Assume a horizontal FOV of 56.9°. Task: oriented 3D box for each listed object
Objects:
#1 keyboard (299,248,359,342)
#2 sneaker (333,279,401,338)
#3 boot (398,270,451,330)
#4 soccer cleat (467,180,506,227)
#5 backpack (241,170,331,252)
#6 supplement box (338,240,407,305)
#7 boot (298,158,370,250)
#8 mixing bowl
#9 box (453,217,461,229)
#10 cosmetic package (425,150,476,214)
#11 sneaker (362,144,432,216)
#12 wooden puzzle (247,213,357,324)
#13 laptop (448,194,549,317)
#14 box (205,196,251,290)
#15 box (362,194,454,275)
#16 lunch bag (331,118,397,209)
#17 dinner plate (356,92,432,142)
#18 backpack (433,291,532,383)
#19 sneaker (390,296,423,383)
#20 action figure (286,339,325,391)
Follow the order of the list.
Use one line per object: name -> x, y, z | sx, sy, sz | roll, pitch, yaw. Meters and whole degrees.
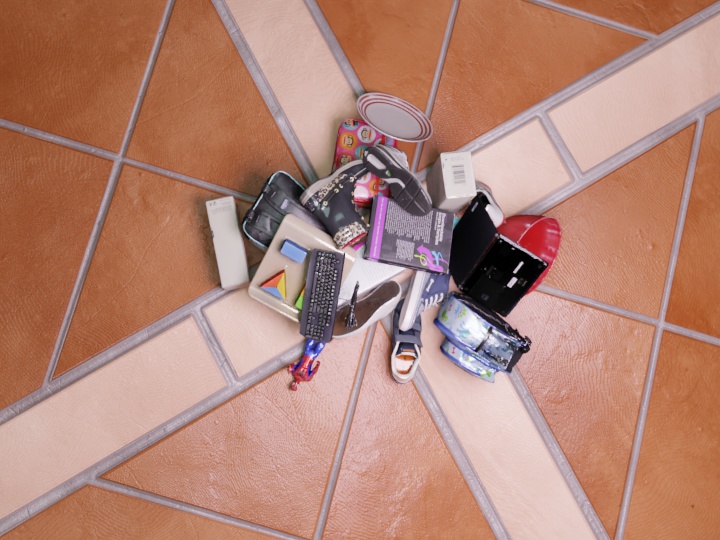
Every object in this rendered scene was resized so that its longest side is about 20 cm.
keyboard -> -0.060, 0.060, 1.434 | 0.124, 0.021, 0.205 | 8, 105, -6
sneaker -> 0.013, 0.105, 1.542 | 0.197, 0.085, 0.074 | -30, 66, -8
boot -> 0.154, 0.063, 1.543 | 0.089, 0.073, 0.203 | 23, 59, -4
soccer cleat -> 0.278, -0.169, 1.555 | 0.068, 0.202, 0.085 | -36, 126, 14
backpack -> -0.153, -0.101, 1.524 | 0.197, 0.153, 0.178 | 32, 82, -1
supplement box -> 0.000, 0.000, 1.550 | 0.197, 0.103, 0.103 | -28, 84, -6
boot -> -0.022, -0.148, 1.475 | 0.202, 0.074, 0.155 | -33, 82, -32
mixing bowl -> 0.367, -0.051, 1.558 | 0.201, 0.201, 0.108 | -49, 48, -9
box -> 0.149, -0.104, 1.584 | 0.194, 0.082, 0.051 | 8, 82, -3
cosmetic package -> 0.206, -0.196, 1.541 | 0.071, 0.200, 0.106 | -6, 84, -4
sneaker -> 0.104, -0.216, 1.506 | 0.201, 0.115, 0.076 | 47, 127, 7
wooden puzzle -> -0.126, 0.008, 1.446 | 0.182, 0.046, 0.203 | 28, 97, -9
laptop -> 0.291, -0.030, 1.479 | 0.197, 0.179, 0.104 | 30, 39, -1
box -> -0.306, -0.061, 1.546 | 0.067, 0.082, 0.205 | -11, 82, -6
box -> 0.111, -0.078, 1.506 | 0.195, 0.036, 0.147 | 11, 77, -7
lunch bag -> 0.018, -0.251, 1.598 | 0.171, 0.082, 0.206 | 9, 81, -8
dinner plate -> 0.080, -0.361, 1.589 | 0.195, 0.025, 0.203 | 14, 42, -12
backpack -> 0.258, 0.152, 1.509 | 0.198, 0.183, 0.149 | 35, 94, -1
sneaker -> 0.109, 0.161, 1.550 | 0.076, 0.079, 0.206 | 3, 81, -3
action figure -> -0.111, 0.184, 1.524 | 0.064, 0.099, 0.204 | 26, 84, 0
